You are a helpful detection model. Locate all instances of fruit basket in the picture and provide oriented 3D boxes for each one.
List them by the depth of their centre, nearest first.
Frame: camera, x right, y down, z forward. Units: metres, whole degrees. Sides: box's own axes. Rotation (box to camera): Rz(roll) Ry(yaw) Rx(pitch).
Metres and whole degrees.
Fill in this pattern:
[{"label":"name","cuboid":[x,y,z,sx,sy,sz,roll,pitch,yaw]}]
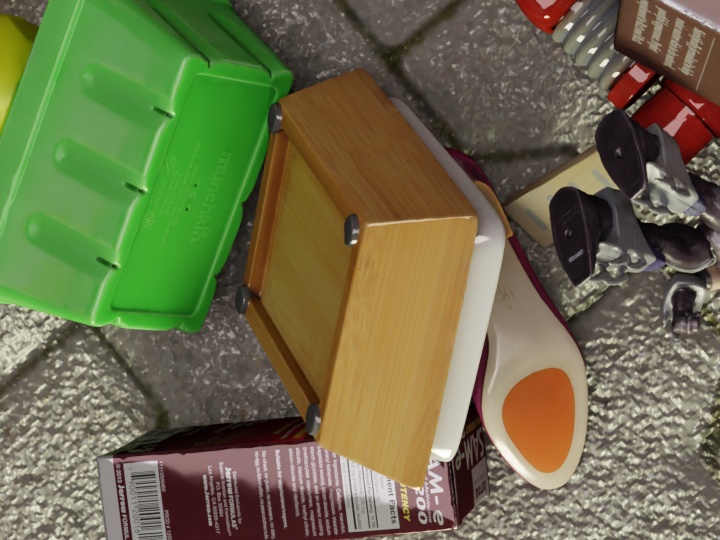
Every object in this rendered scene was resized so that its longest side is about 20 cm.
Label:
[{"label":"fruit basket","cuboid":[-0.164,-0.079,1.573,0.215,0.155,0.216,-4,84,38]}]

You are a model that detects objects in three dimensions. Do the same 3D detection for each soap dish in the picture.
[{"label":"soap dish","cuboid":[0.000,0.000,1.502,0.081,0.200,0.158,3,114,-20]}]

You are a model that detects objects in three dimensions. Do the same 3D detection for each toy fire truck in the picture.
[{"label":"toy fire truck","cuboid":[0.134,-0.117,1.525,0.176,0.129,0.200,44,92,5]}]

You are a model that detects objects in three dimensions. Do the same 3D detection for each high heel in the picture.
[{"label":"high heel","cuboid":[0.075,0.024,1.588,0.067,0.096,0.200,-18,110,-10]}]

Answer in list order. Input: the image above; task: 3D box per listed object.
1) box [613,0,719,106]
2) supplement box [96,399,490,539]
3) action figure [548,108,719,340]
[{"label":"box","cuboid":[0.242,-0.170,1.368,0.164,0.166,0.200,29,85,6]},{"label":"supplement box","cuboid":[-0.036,0.116,1.578,0.199,0.109,0.061,-5,94,12]},{"label":"action figure","cuboid":[0.188,-0.017,1.491,0.130,0.200,0.069,-48,48,28]}]
